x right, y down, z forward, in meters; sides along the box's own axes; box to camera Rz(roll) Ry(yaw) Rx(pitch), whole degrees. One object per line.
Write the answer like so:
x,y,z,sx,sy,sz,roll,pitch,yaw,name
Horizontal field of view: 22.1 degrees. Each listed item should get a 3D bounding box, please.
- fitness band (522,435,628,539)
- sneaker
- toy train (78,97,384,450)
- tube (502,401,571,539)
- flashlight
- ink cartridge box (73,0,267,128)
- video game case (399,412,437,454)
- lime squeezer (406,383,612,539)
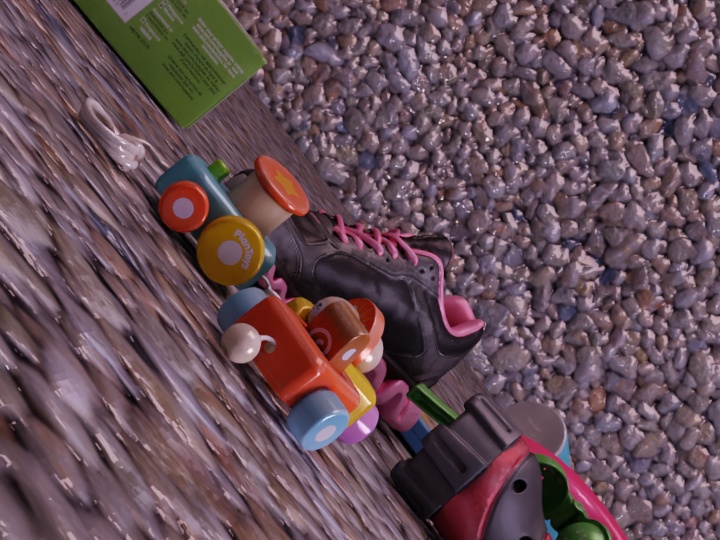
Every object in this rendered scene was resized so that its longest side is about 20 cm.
0.114,0.162,1.068,0.200,0.037,0.144,32,26,-51,fitness band
0.000,0.000,0.999,0.200,0.095,0.079,48,6,-41,sneaker
-0.038,-0.002,0.784,0.200,0.056,0.150,54,3,32,toy train
0.121,0.164,1.239,0.200,0.050,0.078,75,-13,-51,tube
0.102,0.153,0.893,0.200,0.068,0.068,48,-32,8,flashlight
-0.153,-0.202,1.267,0.148,0.076,0.200,51,4,-27,ink cartridge box
0.083,0.156,1.145,0.200,0.018,0.143,52,2,7,video game case
0.103,0.133,0.961,0.200,0.038,0.071,53,6,11,lime squeezer
